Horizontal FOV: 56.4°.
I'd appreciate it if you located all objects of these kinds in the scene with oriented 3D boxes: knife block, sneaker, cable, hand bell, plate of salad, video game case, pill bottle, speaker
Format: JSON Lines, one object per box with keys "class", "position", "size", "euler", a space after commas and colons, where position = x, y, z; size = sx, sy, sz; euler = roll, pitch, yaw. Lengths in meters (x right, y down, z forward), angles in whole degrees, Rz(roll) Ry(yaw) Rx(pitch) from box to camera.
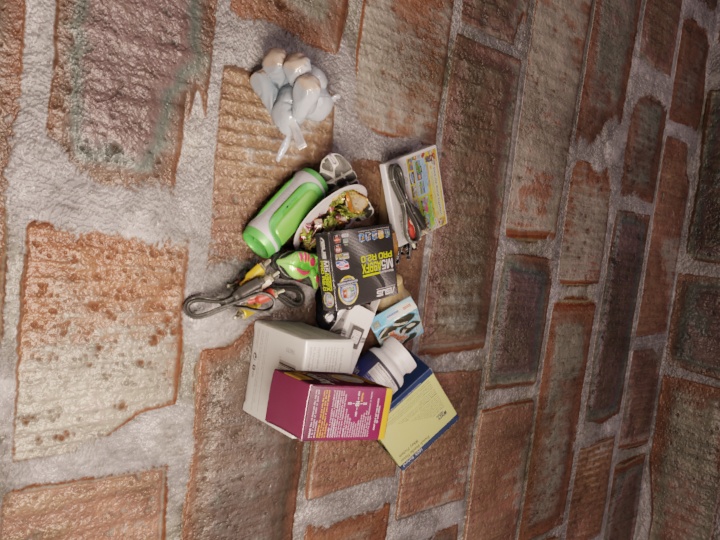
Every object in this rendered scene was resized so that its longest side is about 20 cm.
{"class": "knife block", "position": [0.080, -0.124, 1.632], "size": [0.176, 0.064, 0.201], "euler": [-52, 128, -24]}
{"class": "sneaker", "position": [-0.039, -0.192, 1.500], "size": [0.080, 0.084, 0.201], "euler": [-23, 140, 7]}
{"class": "cable", "position": [0.096, -0.140, 1.530], "size": [0.201, 0.050, 0.097], "euler": [56, 49, -25]}
{"class": "hand bell", "position": [0.073, -0.006, 1.580], "size": [0.104, 0.104, 0.202], "euler": [-33, 138, -34]}
{"class": "plate of salad", "position": [-0.057, -0.102, 1.438], "size": [0.199, 0.048, 0.201], "euler": [-37, 162, -14]}
{"class": "cable", "position": [-0.202, 0.045, 1.424], "size": [0.199, 0.050, 0.099], "euler": [-6, 85, -55]}
{"class": "sneaker", "position": [-0.133, -0.010, 1.429], "size": [0.200, 0.083, 0.078], "euler": [41, 61, -71]}
{"class": "video game case", "position": [0.130, -0.181, 1.610], "size": [0.181, 0.023, 0.202], "euler": [-26, 114, -36]}
{"class": "pill bottle", "position": [0.028, 0.252, 1.552], "size": [0.199, 0.115, 0.116], "euler": [-40, 124, -12]}
{"class": "speaker", "position": [-0.155, -0.121, 1.400], "size": [0.200, 0.088, 0.089], "euler": [-51, 127, -24]}
{"class": "cable", "position": [-0.244, 0.060, 1.325], "size": [0.198, 0.050, 0.098], "euler": [-26, 88, -1]}

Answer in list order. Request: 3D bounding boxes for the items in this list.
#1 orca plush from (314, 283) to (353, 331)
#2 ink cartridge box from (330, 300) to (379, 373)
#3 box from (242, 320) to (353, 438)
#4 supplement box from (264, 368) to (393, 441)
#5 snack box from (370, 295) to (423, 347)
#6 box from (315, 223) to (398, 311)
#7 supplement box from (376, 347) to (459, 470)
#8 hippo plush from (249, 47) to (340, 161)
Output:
{"class": "orca plush", "position": [-0.052, 0.030, 1.470], "size": [0.201, 0.105, 0.071], "euler": [-55, 147, -7]}
{"class": "ink cartridge box", "position": [-0.038, 0.136, 1.532], "size": [0.066, 0.115, 0.202], "euler": [26, 79, -25]}
{"class": "box", "position": [-0.133, 0.221, 1.408], "size": [0.130, 0.199, 0.202], "euler": [7, 93, -41]}
{"class": "supplement box", "position": [-0.058, 0.252, 1.261], "size": [0.198, 0.130, 0.105], "euler": [10, 90, -40]}
{"class": "snack box", "position": [0.088, 0.135, 1.613], "size": [0.115, 0.037, 0.200], "euler": [-30, 156, -2]}
{"class": "box", "position": [-0.004, -0.011, 1.439], "size": [0.199, 0.044, 0.163], "euler": [-11, 97, -45]}
{"class": "supplement box", "position": [0.104, 0.339, 1.665], "size": [0.199, 0.134, 0.201], "euler": [-39, 124, -11]}
{"class": "hippo plush", "position": [-0.104, -0.352, 1.351], "size": [0.160, 0.158, 0.202], "euler": [-27, 97, -49]}
